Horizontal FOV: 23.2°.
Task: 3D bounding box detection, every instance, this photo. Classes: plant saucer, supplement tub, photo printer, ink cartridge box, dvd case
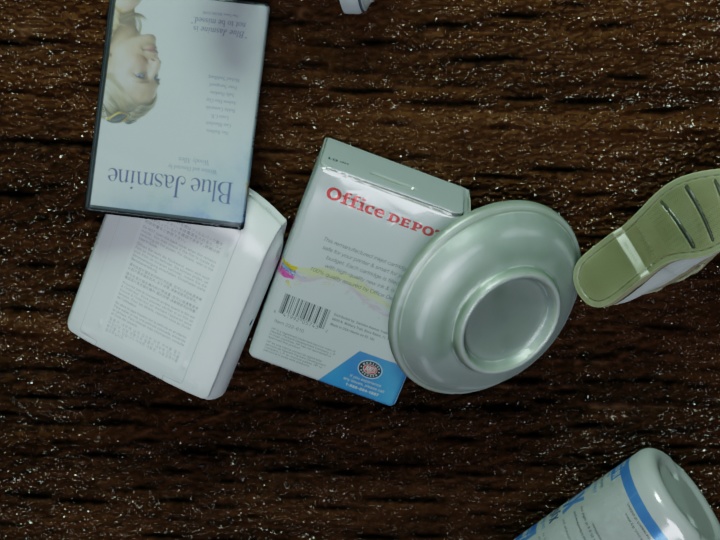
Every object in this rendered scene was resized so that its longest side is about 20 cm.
[{"bbox_3d":[0.122,0.035,1.563,0.199,0.050,0.201,-16,127,-22],"label":"plant saucer"},{"bbox_3d":[0.234,0.273,1.663,0.200,0.132,0.132,-38,105,18],"label":"supplement tub"},{"bbox_3d":[-0.165,-0.003,1.605,0.166,0.069,0.201,25,113,7],"label":"photo printer"},{"bbox_3d":[0.000,0.000,1.593,0.144,0.085,0.201,20,114,-4],"label":"ink cartridge box"},{"bbox_3d":[-0.161,-0.143,1.539,0.142,0.018,0.201,7,89,2],"label":"dvd case"}]

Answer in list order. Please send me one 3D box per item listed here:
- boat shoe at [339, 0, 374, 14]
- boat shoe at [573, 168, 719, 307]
[{"bbox_3d":[0.018,-0.312,1.470,0.065,0.072,0.201,8,105,7],"label":"boat shoe"},{"bbox_3d":[0.280,-0.033,1.544,0.200,0.068,0.075,-30,76,35],"label":"boat shoe"}]
